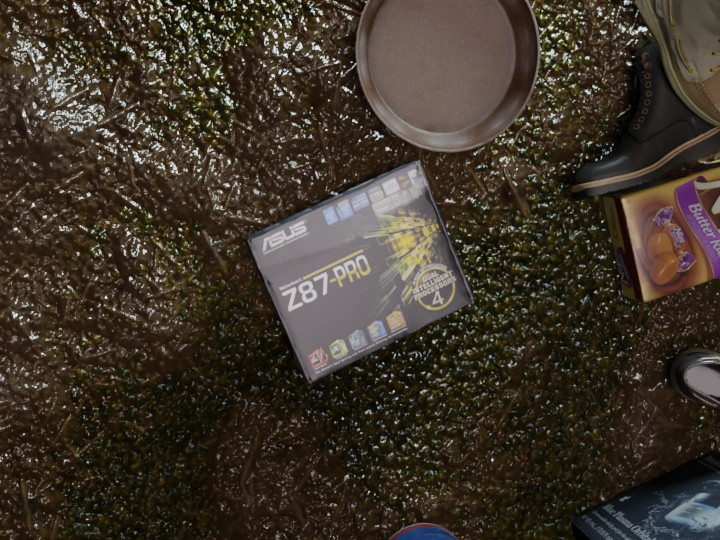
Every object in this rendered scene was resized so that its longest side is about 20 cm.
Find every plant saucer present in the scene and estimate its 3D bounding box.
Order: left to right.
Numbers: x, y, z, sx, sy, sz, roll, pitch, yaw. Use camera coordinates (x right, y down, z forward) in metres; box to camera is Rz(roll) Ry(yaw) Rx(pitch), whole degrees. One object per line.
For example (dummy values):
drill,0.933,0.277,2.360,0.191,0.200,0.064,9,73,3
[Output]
plant saucer,0.088,-0.225,1.118,0.196,0.034,0.205,-1,97,-12

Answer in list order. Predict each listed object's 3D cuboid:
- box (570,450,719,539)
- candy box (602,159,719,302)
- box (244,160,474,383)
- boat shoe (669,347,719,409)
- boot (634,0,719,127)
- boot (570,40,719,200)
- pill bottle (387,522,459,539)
box,0.360,0.308,1.158,0.197,0.197,0.119,-22,100,-8
candy box,0.375,-0.053,1.189,0.196,0.056,0.119,-18,100,-10
box,0.000,0.000,1.121,0.197,0.049,0.164,-24,98,-7
boat shoe,0.438,0.138,1.181,0.196,0.073,0.076,9,96,15
boot,0.366,-0.234,1.064,0.072,0.154,0.201,-40,106,-19
boot,0.292,-0.168,1.154,0.197,0.077,0.141,-24,98,-21
pill bottle,0.084,0.344,1.104,0.110,0.200,0.115,-2,98,-12
